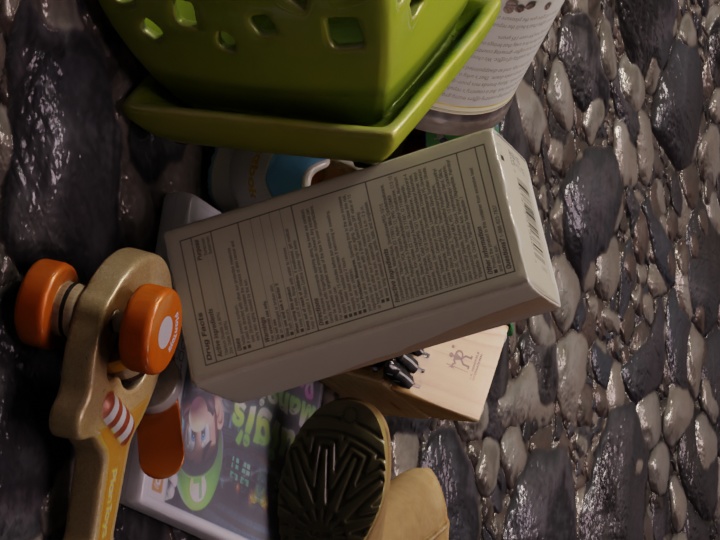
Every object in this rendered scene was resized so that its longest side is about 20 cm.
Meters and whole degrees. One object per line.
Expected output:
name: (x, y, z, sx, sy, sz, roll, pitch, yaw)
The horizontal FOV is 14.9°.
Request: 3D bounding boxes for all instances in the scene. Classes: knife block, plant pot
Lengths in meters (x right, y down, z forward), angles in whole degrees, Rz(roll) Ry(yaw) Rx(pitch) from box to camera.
knife block: (-0.010, 0.034, 1.672, 0.175, 0.200, 0.064, 23, 80, -23)
plant pot: (-0.031, -0.175, 1.533, 0.200, 0.198, 0.183, -52, 142, -51)

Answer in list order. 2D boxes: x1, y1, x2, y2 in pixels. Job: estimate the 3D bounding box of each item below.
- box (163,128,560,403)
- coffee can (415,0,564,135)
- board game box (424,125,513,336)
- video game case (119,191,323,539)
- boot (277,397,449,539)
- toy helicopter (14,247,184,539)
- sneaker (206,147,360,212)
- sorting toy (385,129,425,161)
box: (0.000, 0.000, 1.520, 0.078, 0.199, 0.096, 32, 45, -69)
coffee can: (0.066, -0.205, 1.672, 0.146, 0.146, 0.201, -44, 166, -54)
board game box: (0.069, -0.074, 1.807, 0.135, 0.029, 0.201, 67, 16, -48)
video game case: (-0.076, 0.070, 1.640, 0.200, 0.023, 0.183, 34, 61, -60)
boot: (0.008, 0.152, 1.740, 0.200, 0.066, 0.177, -18, 123, -69)
toy helicopter: (-0.136, 0.087, 1.491, 0.132, 0.078, 0.202, -12, 113, -72)
sneaker: (-0.006, -0.033, 1.677, 0.199, 0.080, 0.077, 19, 87, -52)
sorting toy: (0.015, -0.077, 1.798, 0.185, 0.036, 0.201, -48, 133, -53)
